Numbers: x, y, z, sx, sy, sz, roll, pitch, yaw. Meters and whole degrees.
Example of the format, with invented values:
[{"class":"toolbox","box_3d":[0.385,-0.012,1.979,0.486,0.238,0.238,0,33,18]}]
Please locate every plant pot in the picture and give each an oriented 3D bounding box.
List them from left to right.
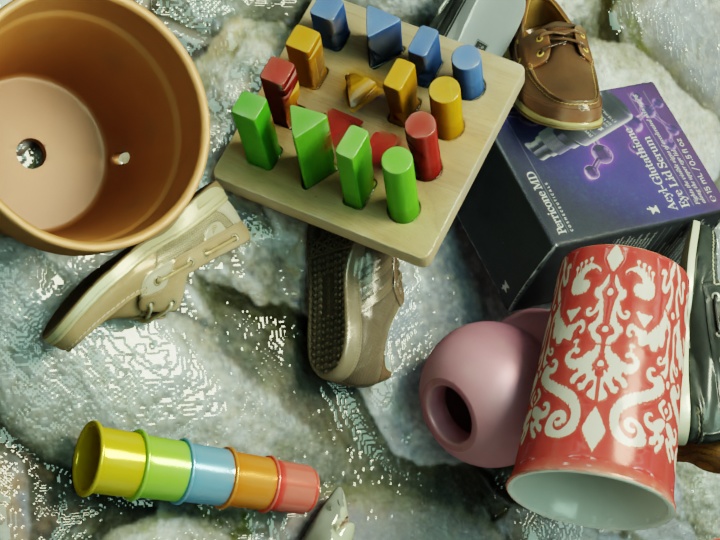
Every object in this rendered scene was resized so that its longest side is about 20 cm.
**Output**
[{"class":"plant pot","box_3d":[-0.232,-0.103,1.501,0.199,0.140,0.201,5,79,-27]}]

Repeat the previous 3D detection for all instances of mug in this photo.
[{"class":"mug","box_3d":[0.193,0.099,1.593,0.133,0.178,0.201,15,67,-8]}]

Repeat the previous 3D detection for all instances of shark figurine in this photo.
[{"class":"shark figurine","box_3d":[-0.064,0.266,1.549,0.089,0.215,0.129,9,109,10]}]

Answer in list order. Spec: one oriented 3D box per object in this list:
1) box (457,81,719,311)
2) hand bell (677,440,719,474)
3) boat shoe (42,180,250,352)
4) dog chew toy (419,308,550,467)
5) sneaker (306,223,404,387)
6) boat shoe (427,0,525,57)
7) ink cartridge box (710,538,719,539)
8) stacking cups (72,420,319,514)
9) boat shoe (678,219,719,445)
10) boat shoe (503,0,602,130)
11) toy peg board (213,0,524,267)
[{"class":"box","box_3d":[0.194,-0.066,1.720,0.199,0.104,0.148,-13,63,-31]},{"class":"hand bell","box_3d":[0.270,0.152,1.685,0.104,0.200,0.105,1,88,-32]},{"class":"boat shoe","box_3d":[-0.165,0.007,1.556,0.200,0.071,0.065,-42,100,-29]},{"class":"dog chew toy","box_3d":[0.146,0.089,1.687,0.199,0.124,0.125,-23,92,-37]},{"class":"sneaker","box_3d":[0.000,0.000,1.662,0.075,0.070,0.201,18,75,-44]},{"class":"boat shoe","box_3d":[0.068,-0.175,1.718,0.073,0.068,0.200,24,94,-34]},{"class":"ink cartridge box","box_3d":[0.293,0.353,1.755,0.159,0.047,0.201,-8,87,-29]},{"class":"stacking cups","box_3d":[-0.126,0.166,1.557,0.199,0.060,0.061,14,74,-27]},{"class":"boat shoe","box_3d":[0.297,0.053,1.643,0.066,0.075,0.200,5,60,4]},{"class":"boat shoe","box_3d":[0.163,-0.180,1.685,0.072,0.200,0.068,1,118,-9]},{"class":"toy peg board","box_3d":[0.005,-0.138,1.602,0.199,0.098,0.200,22,67,16]}]
